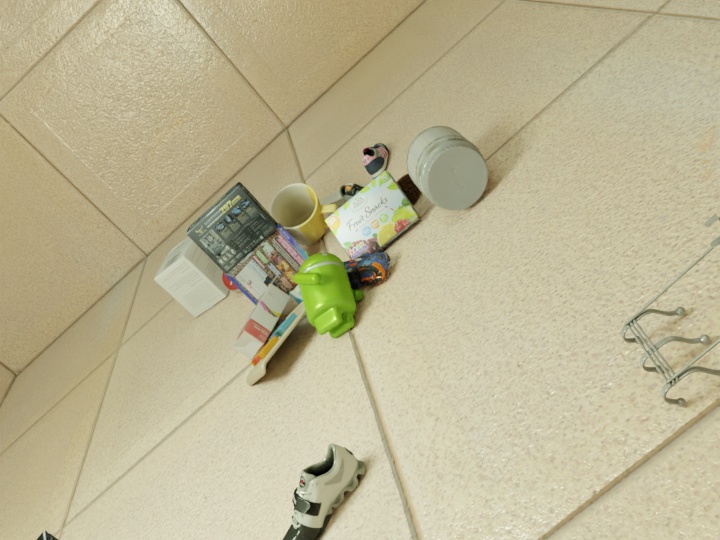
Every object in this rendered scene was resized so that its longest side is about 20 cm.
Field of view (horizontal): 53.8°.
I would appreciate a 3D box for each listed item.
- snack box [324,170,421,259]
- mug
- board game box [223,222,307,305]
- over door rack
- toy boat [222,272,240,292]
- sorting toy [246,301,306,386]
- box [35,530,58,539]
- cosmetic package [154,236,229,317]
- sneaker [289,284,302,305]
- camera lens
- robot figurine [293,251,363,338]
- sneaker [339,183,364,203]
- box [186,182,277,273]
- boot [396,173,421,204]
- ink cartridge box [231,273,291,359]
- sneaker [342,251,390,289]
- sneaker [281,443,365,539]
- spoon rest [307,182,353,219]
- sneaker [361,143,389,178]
[{"bbox_3d":[0.030,-0.127,1.751,0.199,0.143,0.053,-38,-9,13],"label":"snack box"},{"bbox_3d":[-0.157,-0.144,2.079,0.185,0.154,0.150,29,76,28],"label":"mug"},{"bbox_3d":[-0.255,-0.008,1.996,0.200,0.160,0.096,-48,24,-14],"label":"board game box"},{"bbox_3d":[0.425,0.054,0.875,0.202,0.066,0.148,-58,17,22],"label":"over door rack"},{"bbox_3d":[-0.374,-0.015,2.239,0.198,0.131,0.131,-15,35,48],"label":"toy boat"},{"bbox_3d":[-0.206,0.173,1.699,0.201,0.036,0.185,-58,7,-26],"label":"sorting toy"},{"bbox_3d":[-0.568,0.640,1.362,0.124,0.197,0.199,-50,24,-14],"label":"box"},{"bbox_3d":[-0.551,0.011,2.396,0.166,0.200,0.168,-30,26,26],"label":"cosmetic package"},{"bbox_3d":[-0.113,0.064,1.753,0.081,0.077,0.200,-41,25,-9],"label":"sneaker"},{"bbox_3d":[0.198,-0.239,1.644,0.159,0.160,0.201,-39,23,8],"label":"camera lens"},{"bbox_3d":[-0.077,0.048,1.613,0.115,0.174,0.203,-36,54,29],"label":"robot figurine"},{"bbox_3d":[-0.003,-0.209,2.030,0.074,0.080,0.199,-48,24,-16],"label":"sneaker"},{"bbox_3d":[-0.348,-0.115,1.925,0.199,0.158,0.051,-41,22,7],"label":"box"},{"bbox_3d":[0.079,-0.176,1.851,0.201,0.075,0.107,-50,19,-13],"label":"boot"},{"bbox_3d":[-0.249,0.118,1.849,0.117,0.067,0.202,-47,13,52],"label":"ink cartridge box"},{"bbox_3d":[0.000,0.000,1.698,0.198,0.076,0.078,-6,31,47],"label":"sneaker"},{"bbox_3d":[-0.084,0.373,1.165,0.201,0.089,0.074,-53,26,-17],"label":"sneaker"},{"bbox_3d":[-0.097,-0.202,2.193,0.200,0.061,0.099,-45,23,-1],"label":"spoon rest"},{"bbox_3d":[0.042,-0.366,2.213,0.070,0.082,0.201,-34,25,20],"label":"sneaker"}]
